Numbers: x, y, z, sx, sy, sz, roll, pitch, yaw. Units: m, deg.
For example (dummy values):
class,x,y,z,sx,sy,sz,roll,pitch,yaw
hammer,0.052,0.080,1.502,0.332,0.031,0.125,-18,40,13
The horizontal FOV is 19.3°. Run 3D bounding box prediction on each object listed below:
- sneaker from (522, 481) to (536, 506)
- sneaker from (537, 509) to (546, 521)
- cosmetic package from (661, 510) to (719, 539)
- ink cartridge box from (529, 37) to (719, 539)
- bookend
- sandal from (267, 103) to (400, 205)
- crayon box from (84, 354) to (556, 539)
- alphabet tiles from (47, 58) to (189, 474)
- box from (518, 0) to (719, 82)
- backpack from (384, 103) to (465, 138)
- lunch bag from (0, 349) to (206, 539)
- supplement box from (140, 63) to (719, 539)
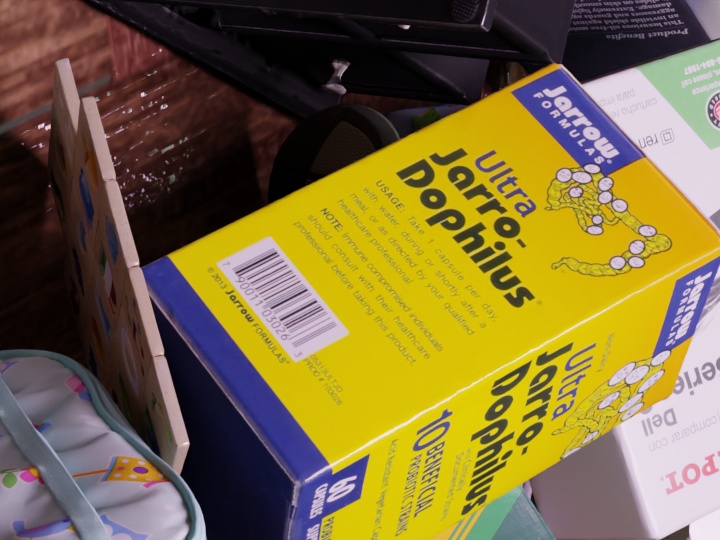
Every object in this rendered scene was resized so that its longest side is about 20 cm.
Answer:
class,x,y,z,sx,sy,sz,roll,pitch,yaw
sneaker,0.132,0.121,1.249,0.074,0.084,0.201,22,81,-58
sneaker,0.025,0.176,1.042,0.147,0.077,0.202,-63,-178,-18
cosmetic package,0.196,0.170,1.266,0.200,0.085,0.108,147,-34,-74
ink cartridge box,0.133,0.008,0.973,0.146,0.084,0.201,-20,94,-32
bookend,0.020,-0.121,0.894,0.200,0.198,0.093,24,77,-57
sandal,-0.001,0.000,0.994,0.057,0.080,0.201,-25,141,-25
crayon box,-0.017,0.078,0.880,0.118,0.200,0.058,-24,158,-23
alphabet tiles,-0.091,0.030,0.797,0.167,0.006,0.201,112,-37,-65
box,0.134,-0.210,1.086,0.198,0.123,0.201,41,54,-55
backpack,0.088,-0.028,1.089,0.200,0.163,0.154,-26,112,-43
lunch bag,-0.136,0.097,0.710,0.160,0.200,0.077,-21,117,-18
supplement box,0.023,0.026,0.812,0.200,0.110,0.109,-28,151,-24
